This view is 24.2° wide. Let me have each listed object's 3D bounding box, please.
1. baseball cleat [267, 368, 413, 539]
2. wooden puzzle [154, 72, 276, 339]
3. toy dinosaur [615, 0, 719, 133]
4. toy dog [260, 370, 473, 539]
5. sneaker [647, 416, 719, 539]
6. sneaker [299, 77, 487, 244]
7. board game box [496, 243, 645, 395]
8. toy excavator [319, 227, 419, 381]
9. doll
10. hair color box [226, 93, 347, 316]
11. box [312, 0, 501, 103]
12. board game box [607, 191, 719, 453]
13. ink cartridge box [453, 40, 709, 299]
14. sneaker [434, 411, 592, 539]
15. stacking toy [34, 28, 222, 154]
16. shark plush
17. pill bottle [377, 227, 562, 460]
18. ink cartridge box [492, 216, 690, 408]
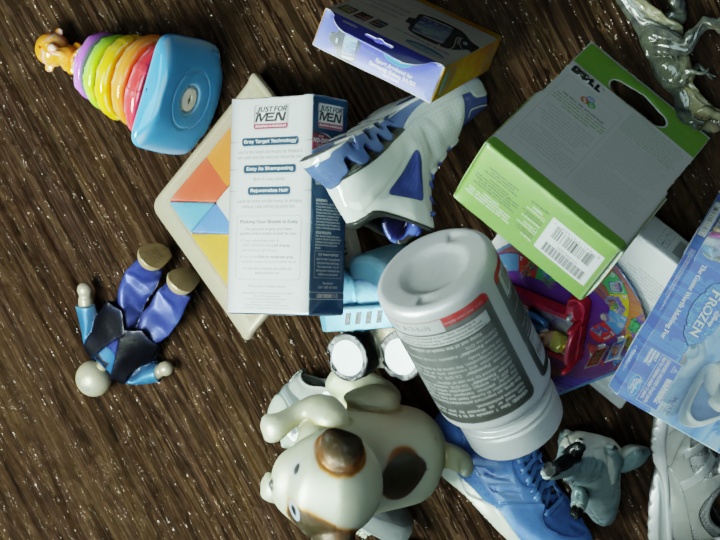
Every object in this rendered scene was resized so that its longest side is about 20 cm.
[{"bbox_3d":[-0.007,0.186,1.705,0.200,0.070,0.107,43,119,4],"label":"baseball cleat"},{"bbox_3d":[-0.111,-0.062,1.643,0.200,0.037,0.185,-51,63,27],"label":"wooden puzzle"},{"bbox_3d":[0.276,-0.215,1.475,0.088,0.047,0.201,-33,89,34],"label":"toy dinosaur"},{"bbox_3d":[-0.008,0.192,1.569,0.193,0.200,0.141,21,106,20],"label":"toy dog"},{"bbox_3d":[0.314,0.167,1.576,0.081,0.075,0.201,3,119,12],"label":"sneaker"},{"bbox_3d":[0.040,-0.091,1.533,0.080,0.199,0.116,-9,109,54],"label":"sneaker"},{"bbox_3d":[0.168,0.051,1.574,0.199,0.039,0.159,-27,101,43],"label":"board game box"},{"bbox_3d":[0.000,0.000,1.634,0.193,0.100,0.202,-4,97,36],"label":"toy excavator"},{"bbox_3d":[-0.248,0.059,1.776,0.136,0.048,0.200,39,123,5],"label":"doll"},{"bbox_3d":[-0.068,-0.059,1.561,0.099,0.060,0.202,1,90,35],"label":"hair color box"},{"bbox_3d":[0.041,-0.201,1.486,0.118,0.200,0.042,27,115,12],"label":"box"},{"bbox_3d":[0.353,0.067,1.472,0.198,0.043,0.201,29,96,-7],"label":"board game box"},{"bbox_3d":[0.199,-0.092,1.476,0.148,0.200,0.076,40,138,7],"label":"ink cartridge box"},{"bbox_3d":[0.160,0.192,1.634,0.200,0.077,0.112,40,127,13],"label":"sneaker"},{"bbox_3d":[-0.246,-0.197,1.672,0.199,0.110,0.117,21,98,27],"label":"stacking toy"},{"bbox_3d":[0.216,0.194,1.557,0.090,0.200,0.084,11,85,13],"label":"shark plush"},{"bbox_3d":[0.104,0.070,1.517,0.113,0.114,0.201,-11,127,25],"label":"pill bottle"},{"bbox_3d":[0.218,0.007,1.570,0.200,0.045,0.177,39,134,7],"label":"ink cartridge box"}]
